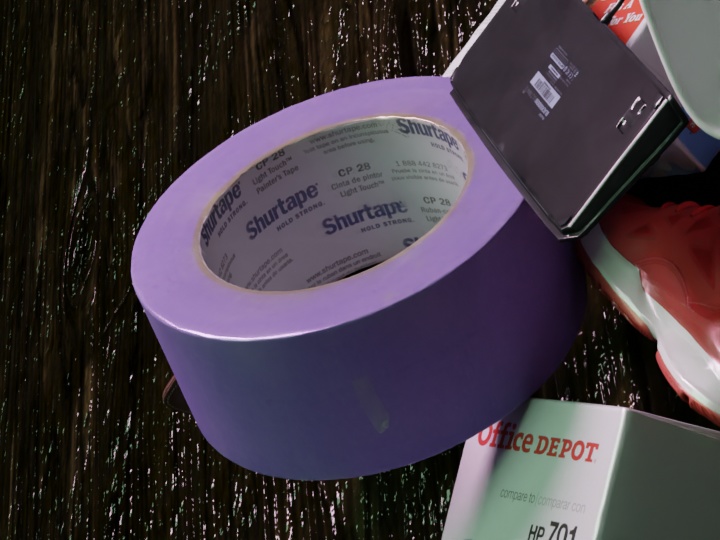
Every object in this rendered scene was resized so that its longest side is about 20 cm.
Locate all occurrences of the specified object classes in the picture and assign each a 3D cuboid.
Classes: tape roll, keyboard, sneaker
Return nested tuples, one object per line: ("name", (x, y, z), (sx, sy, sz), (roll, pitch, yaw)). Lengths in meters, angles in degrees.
("tape roll", (0.000, 0.000, 1.128), (0.200, 0.199, 0.085), (-112, 0, -57))
("keyboard", (0.101, -0.094, 1.052), (0.127, 0.021, 0.200), (-53, 25, 12))
("sneaker", (0.170, -0.008, 1.055), (0.116, 0.078, 0.200), (-50, 29, 12))

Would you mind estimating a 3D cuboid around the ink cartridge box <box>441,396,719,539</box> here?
("ink cartridge box", (0.092, 0.161, 1.069), (0.146, 0.086, 0.201), (-2, 74, 67))

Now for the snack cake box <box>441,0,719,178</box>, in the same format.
("snack cake box", (0.121, -0.106, 1.164), (0.115, 0.067, 0.200), (-53, 18, -16))

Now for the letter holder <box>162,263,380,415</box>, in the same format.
("letter holder", (-0.013, 0.016, 1.339), (0.200, 0.142, 0.101), (-40, 40, 54))

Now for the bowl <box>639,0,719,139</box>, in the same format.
("bowl", (0.198, -0.162, 0.925), (0.199, 0.075, 0.201), (-13, 100, 33))
